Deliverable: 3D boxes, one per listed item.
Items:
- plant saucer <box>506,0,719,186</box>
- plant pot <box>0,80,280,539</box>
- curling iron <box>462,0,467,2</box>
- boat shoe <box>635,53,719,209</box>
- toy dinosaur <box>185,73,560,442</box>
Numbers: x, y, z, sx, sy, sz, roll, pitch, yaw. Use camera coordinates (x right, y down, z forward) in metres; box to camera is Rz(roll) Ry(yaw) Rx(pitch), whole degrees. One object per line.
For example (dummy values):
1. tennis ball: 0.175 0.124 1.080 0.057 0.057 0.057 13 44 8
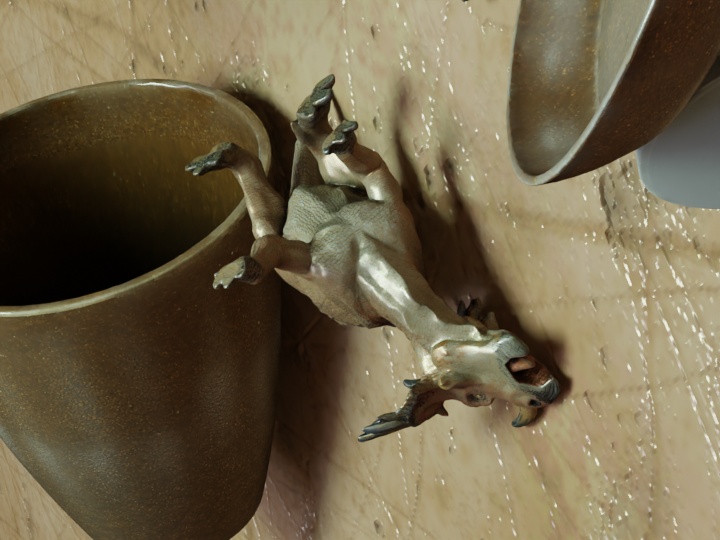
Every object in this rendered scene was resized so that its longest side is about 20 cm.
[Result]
1. plant saucer: 0.092 -0.119 0.679 0.200 0.034 0.202 -165 90 -80
2. plant pot: -0.114 0.041 1.111 0.187 0.186 0.201 41 152 50
3. curling iron: 0.006 -0.199 0.877 0.025 0.050 0.201 -12 104 41
4. boat shoe: 0.136 -0.091 0.668 0.200 0.070 0.070 115 162 -58
5. toy dinosaur: 0.000 0.000 0.969 0.136 0.086 0.200 49 -174 -29
